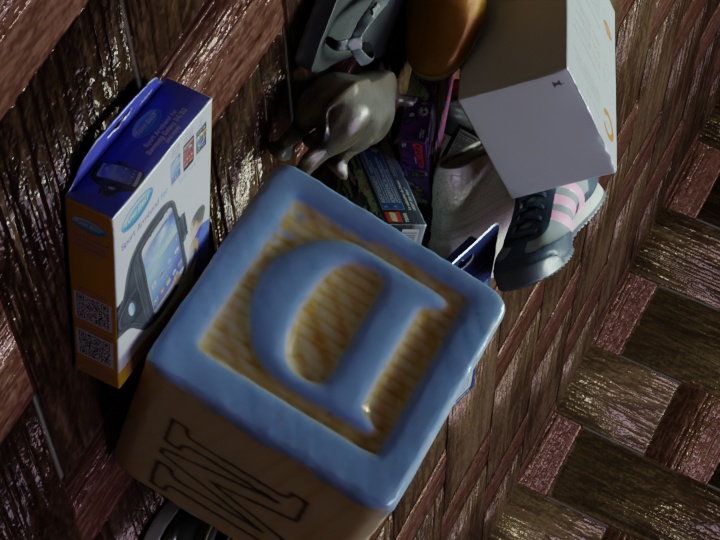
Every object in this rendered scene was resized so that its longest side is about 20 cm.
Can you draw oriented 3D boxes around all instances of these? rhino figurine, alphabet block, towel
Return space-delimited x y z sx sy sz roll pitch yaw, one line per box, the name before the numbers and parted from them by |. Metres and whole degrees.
rhino figurine | -0.006 -0.120 1.521 0.088 0.060 0.200 -53 172 19
alphabet block | -0.040 0.081 1.398 0.196 0.196 0.200 -56 178 -29
towel | 0.123 -0.058 1.729 0.199 0.034 0.134 -28 129 -48

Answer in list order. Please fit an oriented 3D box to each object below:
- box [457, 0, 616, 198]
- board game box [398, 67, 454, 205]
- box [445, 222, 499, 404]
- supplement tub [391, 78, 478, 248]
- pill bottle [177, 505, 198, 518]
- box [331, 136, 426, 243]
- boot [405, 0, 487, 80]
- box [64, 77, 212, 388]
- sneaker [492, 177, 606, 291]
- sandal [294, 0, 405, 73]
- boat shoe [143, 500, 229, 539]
box | 0.151 -0.182 1.639 0.201 0.097 0.125 -84 152 -42
board game box | 0.063 -0.171 1.671 0.120 0.032 0.202 90 10 -68
box | 0.063 0.055 1.646 0.121 0.032 0.201 -40 150 -39
supplement tub | 0.072 -0.067 1.793 0.201 0.122 0.123 -61 165 -15
pill bottle | -0.076 0.109 1.563 0.201 0.112 0.113 -62 165 -15
box | 0.000 0.000 1.657 0.137 0.040 0.201 -111 -152 -49
boot | 0.063 -0.266 1.541 0.144 0.070 0.203 48 55 -68
box | -0.140 -0.029 1.253 0.119 0.041 0.201 -56 165 -35
sneaker | 0.148 -0.055 1.659 0.083 0.070 0.200 65 29 -19
sandal | 0.003 -0.191 1.501 0.200 0.043 0.077 -30 142 -67
boat shoe | -0.116 0.195 1.664 0.202 0.060 0.072 -51 160 -46
